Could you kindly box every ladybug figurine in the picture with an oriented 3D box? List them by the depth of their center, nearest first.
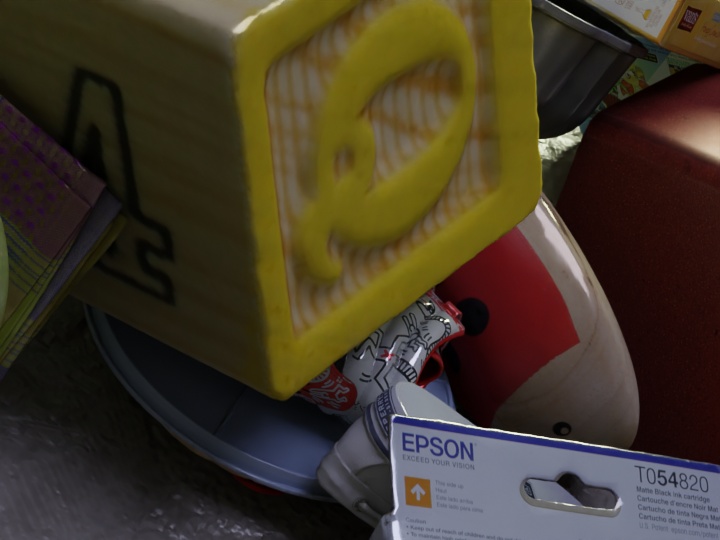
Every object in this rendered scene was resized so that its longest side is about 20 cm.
[{"bbox_3d":[0.067,0.014,1.509,0.072,0.136,0.200,-24,67,-18],"label":"ladybug figurine"}]

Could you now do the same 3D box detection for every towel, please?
[{"bbox_3d":[-0.210,-0.035,1.327,0.200,0.144,0.023,41,15,16],"label":"towel"}]

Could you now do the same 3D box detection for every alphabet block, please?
[{"bbox_3d":[-0.055,-0.093,1.343,0.200,0.197,0.195,24,47,35],"label":"alphabet block"}]

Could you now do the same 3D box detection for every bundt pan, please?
[{"bbox_3d":[0.044,-0.132,1.542,0.202,0.076,0.202,29,10,-6],"label":"bundt pan"}]

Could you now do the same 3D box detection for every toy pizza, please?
[{"bbox_3d":[-0.046,0.045,1.452,0.200,0.032,0.200,21,33,-15],"label":"toy pizza"}]

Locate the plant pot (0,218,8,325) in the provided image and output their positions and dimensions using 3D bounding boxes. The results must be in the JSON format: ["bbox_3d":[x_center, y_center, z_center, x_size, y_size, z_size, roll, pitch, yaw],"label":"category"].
[{"bbox_3d":[-0.247,0.005,1.217,0.200,0.201,0.184,45,23,19],"label":"plant pot"}]

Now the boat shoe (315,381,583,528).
[{"bbox_3d":[0.061,0.129,1.398,0.200,0.066,0.072,37,22,-35],"label":"boat shoe"}]

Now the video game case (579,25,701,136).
[{"bbox_3d":[0.193,-0.122,1.683,0.200,0.183,0.022,18,54,34],"label":"video game case"}]

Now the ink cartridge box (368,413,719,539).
[{"bbox_3d":[0.093,0.174,1.329,0.199,0.041,0.200,11,60,-29],"label":"ink cartridge box"}]

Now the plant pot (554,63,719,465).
[{"bbox_3d":[0.200,0.000,1.584,0.176,0.200,0.200,31,30,20],"label":"plant pot"}]

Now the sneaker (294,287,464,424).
[{"bbox_3d":[-0.001,0.001,1.459,0.108,0.067,0.202,28,35,-6],"label":"sneaker"}]

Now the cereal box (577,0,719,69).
[{"bbox_3d":[0.101,-0.174,1.578,0.200,0.040,0.144,32,10,19],"label":"cereal box"}]
